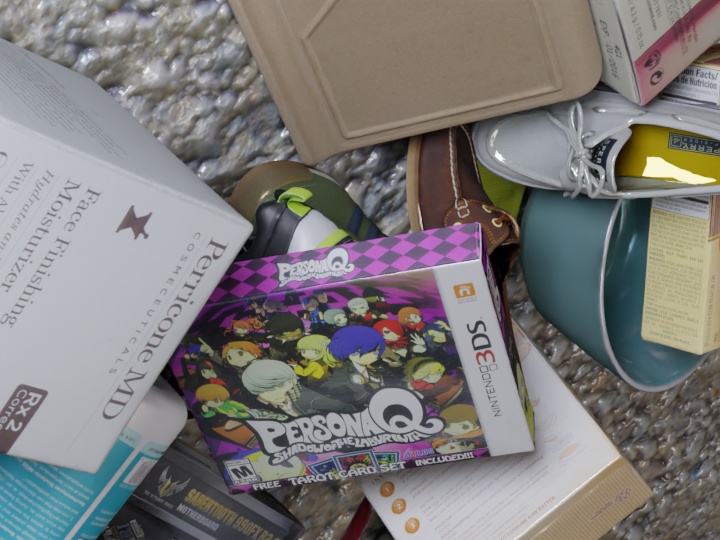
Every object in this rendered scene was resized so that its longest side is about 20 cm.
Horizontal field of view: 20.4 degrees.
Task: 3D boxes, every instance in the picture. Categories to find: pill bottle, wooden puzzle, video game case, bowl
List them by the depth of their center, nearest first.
[{"bbox_3d":[-0.201,0.128,1.180,0.200,0.111,0.111,-51,143,0],"label":"pill bottle"},{"bbox_3d":[-0.008,0.057,1.195,0.199,0.036,0.182,-9,136,9],"label":"video game case"},{"bbox_3d":[0.035,-0.153,1.201,0.199,0.037,0.185,-16,141,7],"label":"wooden puzzle"},{"bbox_3d":[0.189,-0.023,1.441,0.200,0.105,0.202,-21,119,-44],"label":"bowl"}]

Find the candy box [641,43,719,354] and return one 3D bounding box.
[{"bbox_3d":[0.253,-0.053,1.380,0.115,0.055,0.201,-16,114,-46],"label":"candy box"}]

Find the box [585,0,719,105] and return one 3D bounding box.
[{"bbox_3d":[0.198,-0.226,1.283,0.200,0.128,0.109,-41,142,-12],"label":"box"}]

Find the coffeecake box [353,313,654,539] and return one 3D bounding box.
[{"bbox_3d":[0.076,0.118,1.365,0.153,0.200,0.073,-40,143,4],"label":"coffeecake box"}]

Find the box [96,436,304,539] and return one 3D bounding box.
[{"bbox_3d":[-0.146,0.192,1.344,0.159,0.048,0.200,-52,143,-1],"label":"box"}]

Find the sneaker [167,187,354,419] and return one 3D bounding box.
[{"bbox_3d":[-0.075,0.015,1.250,0.200,0.083,0.072,-44,179,38],"label":"sneaker"}]

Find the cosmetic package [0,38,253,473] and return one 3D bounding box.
[{"bbox_3d":[-0.199,-0.022,1.010,0.200,0.165,0.165,22,105,-52],"label":"cosmetic package"}]

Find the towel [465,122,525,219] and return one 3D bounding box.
[{"bbox_3d":[0.080,-0.028,1.419,0.086,0.018,0.201,-15,130,-39],"label":"towel"}]

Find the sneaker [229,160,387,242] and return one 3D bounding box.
[{"bbox_3d":[0.000,0.000,1.298,0.067,0.090,0.200,-49,143,1],"label":"sneaker"}]

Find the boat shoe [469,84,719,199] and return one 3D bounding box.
[{"bbox_3d":[0.159,-0.075,1.291,0.086,0.201,0.075,-34,129,-64],"label":"boat shoe"}]

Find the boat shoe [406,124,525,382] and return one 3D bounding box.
[{"bbox_3d":[0.073,-0.008,1.292,0.070,0.201,0.070,-14,159,26],"label":"boat shoe"}]

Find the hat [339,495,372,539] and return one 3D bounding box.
[{"bbox_3d":[-0.069,0.255,1.466,0.199,0.166,0.177,-15,97,0],"label":"hat"}]
